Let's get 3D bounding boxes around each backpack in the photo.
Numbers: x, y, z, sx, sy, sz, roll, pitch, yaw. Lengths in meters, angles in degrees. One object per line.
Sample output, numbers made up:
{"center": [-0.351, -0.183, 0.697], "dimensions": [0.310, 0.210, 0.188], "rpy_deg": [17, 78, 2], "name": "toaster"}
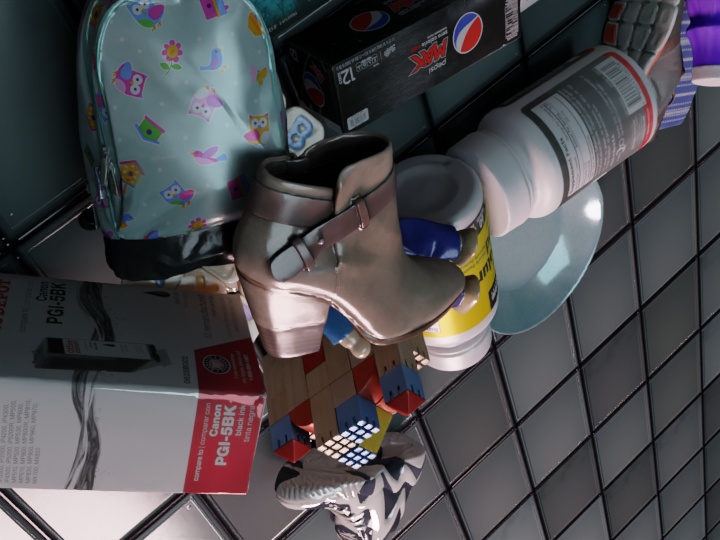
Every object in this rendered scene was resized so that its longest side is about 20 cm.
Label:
{"center": [-0.114, -0.105, 0.626], "dimensions": [0.164, 0.126, 0.205], "rpy_deg": [-15, 112, -21], "name": "backpack"}

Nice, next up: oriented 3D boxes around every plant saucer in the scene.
{"center": [0.189, -0.027, 1.035], "dimensions": [0.198, 0.039, 0.205], "rpy_deg": [-23, 131, -29], "name": "plant saucer"}

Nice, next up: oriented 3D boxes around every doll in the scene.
{"center": [0.000, 0.000, 0.738], "dimensions": [0.196, 0.048, 0.140], "rpy_deg": [4, 79, -22], "name": "doll"}

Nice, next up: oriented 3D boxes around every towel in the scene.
{"center": [0.352, -0.255, 1.048], "dimensions": [0.143, 0.024, 0.204], "rpy_deg": [-15, 127, -37], "name": "towel"}

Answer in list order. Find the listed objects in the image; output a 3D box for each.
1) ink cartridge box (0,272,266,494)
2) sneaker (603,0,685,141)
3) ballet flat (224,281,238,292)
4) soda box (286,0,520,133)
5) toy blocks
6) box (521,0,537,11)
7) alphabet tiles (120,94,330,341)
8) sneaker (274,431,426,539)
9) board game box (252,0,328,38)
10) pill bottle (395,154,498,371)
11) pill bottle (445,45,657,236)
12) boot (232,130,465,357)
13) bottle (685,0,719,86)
{"center": [-0.175, 0.075, 0.647], "dimensions": [0.195, 0.147, 0.085], "rpy_deg": [6, 114, -19], "name": "ink cartridge box"}
{"center": [0.304, -0.224, 0.980], "dimensions": [0.081, 0.077, 0.204], "rpy_deg": [-14, 128, -34], "name": "sneaker"}
{"center": [-0.067, -0.017, 0.792], "dimensions": [0.197, 0.064, 0.077], "rpy_deg": [-12, 125, -36], "name": "ballet flat"}
{"center": [0.040, -0.190, 0.767], "dimensions": [0.198, 0.070, 0.064], "rpy_deg": [-32, 133, -23], "name": "soda box"}
{"center": [-0.012, 0.102, 0.812], "dimensions": [0.199, 0.139, 0.099], "rpy_deg": [-36, 134, 24], "name": "toy blocks"}
{"center": [0.184, -0.334, 0.787], "dimensions": [0.143, 0.036, 0.201], "rpy_deg": [-37, 155, -18], "name": "box"}
{"center": [-0.090, -0.038, 0.731], "dimensions": [0.198, 0.015, 0.198], "rpy_deg": [35, 86, -24], "name": "alphabet tiles"}
{"center": [-0.016, 0.259, 1.008], "dimensions": [0.197, 0.079, 0.133], "rpy_deg": [-10, 115, -50], "name": "sneaker"}
{"center": [-0.025, -0.275, 0.685], "dimensions": [0.199, 0.028, 0.137], "rpy_deg": [-38, 137, -17], "name": "board game box"}
{"center": [0.075, 0.000, 0.896], "dimensions": [0.110, 0.111, 0.202], "rpy_deg": [-35, 136, -18], "name": "pill bottle"}
{"center": [0.184, -0.124, 0.910], "dimensions": [0.198, 0.114, 0.115], "rpy_deg": [-34, 135, -20], "name": "pill bottle"}
{"center": [0.004, -0.023, 0.633], "dimensions": [0.197, 0.070, 0.149], "rpy_deg": [-19, 132, -33], "name": "boot"}
{"center": [0.369, -0.294, 0.952], "dimensions": [0.083, 0.064, 0.205], "rpy_deg": [-1, 95, -47], "name": "bottle"}
